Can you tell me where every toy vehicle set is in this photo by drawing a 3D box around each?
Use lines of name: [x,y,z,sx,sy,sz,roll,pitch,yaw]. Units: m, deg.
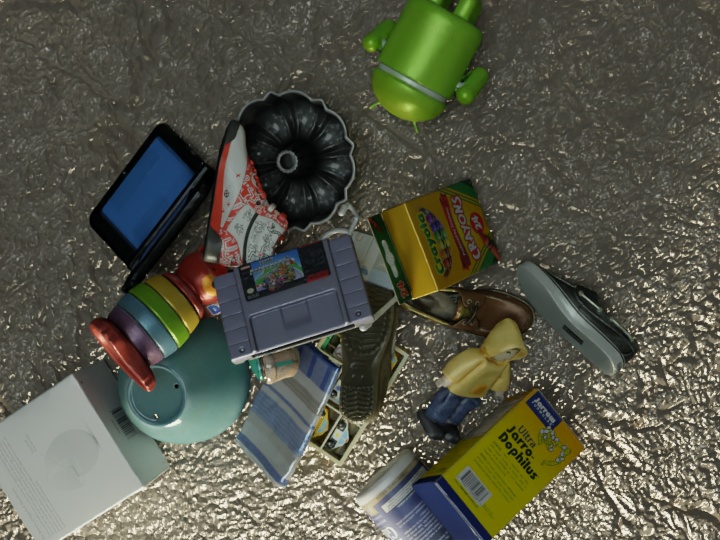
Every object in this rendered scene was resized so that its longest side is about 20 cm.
toy vehicle set: [-0.028,0.171,1.651,0.124,0.027,0.200,32,101,6]

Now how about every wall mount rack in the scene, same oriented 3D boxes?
wall mount rack: [0.000,0.000,1.562,0.199,0.075,0.174,18,75,28]

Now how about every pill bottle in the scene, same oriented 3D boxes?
pill bottle: [0.097,0.365,1.605,0.111,0.111,0.200,-43,87,12]

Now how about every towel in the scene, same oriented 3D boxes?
towel: [-0.109,0.199,1.627,0.147,0.024,0.201,36,103,50]

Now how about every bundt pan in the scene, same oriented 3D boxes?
bundt pan: [-0.095,-0.157,1.599,0.201,0.076,0.203,2,98,13]

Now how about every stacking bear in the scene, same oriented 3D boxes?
stacking bear: [-0.267,0.052,1.558,0.200,0.114,0.122,-42,114,-17]

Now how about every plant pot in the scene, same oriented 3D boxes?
plant pot: [-0.276,0.169,1.644,0.199,0.135,0.201,1,97,10]

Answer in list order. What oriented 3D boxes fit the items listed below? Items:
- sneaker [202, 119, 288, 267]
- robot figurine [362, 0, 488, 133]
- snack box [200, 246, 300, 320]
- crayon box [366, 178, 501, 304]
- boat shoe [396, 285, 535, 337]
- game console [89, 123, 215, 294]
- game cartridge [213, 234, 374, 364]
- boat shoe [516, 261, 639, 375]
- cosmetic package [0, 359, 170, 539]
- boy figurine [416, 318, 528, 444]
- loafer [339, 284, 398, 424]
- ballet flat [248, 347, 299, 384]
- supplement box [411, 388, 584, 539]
sneaker: [-0.152,-0.102,1.555,0.107,0.067,0.202,9,84,-11]
robot figurine: [0.090,-0.294,1.532,0.175,0.116,0.201,29,101,8]
snack box: [-0.170,0.022,1.615,0.199,0.072,0.024,-18,125,27]
crayon box: [0.103,-0.041,1.515,0.051,0.200,0.127,-20,93,41]
boat shoe: [0.147,0.058,1.584,0.199,0.068,0.072,9,98,10]
game console: [-0.312,-0.092,1.620,0.116,0.176,0.200,36,103,-12]
game cartridge: [-0.092,0.036,1.500,0.199,0.038,0.130,-18,72,4]
boat shoe: [0.302,0.056,1.561,0.064,0.071,0.200,-39,78,-20]
cosmetic package: [-0.435,0.278,1.692,0.200,0.123,0.200,-32,90,11]
boy figurine: [0.168,0.154,1.574,0.124,0.065,0.200,21,118,-37]
loafer: [0.011,0.119,1.593,0.076,0.067,0.201,10,82,16]
ballet flat: [-0.122,0.126,1.592,0.067,0.200,0.068,-13,98,-10]
supplement box: [0.189,0.270,1.535,0.200,0.109,0.110,-39,88,-19]
